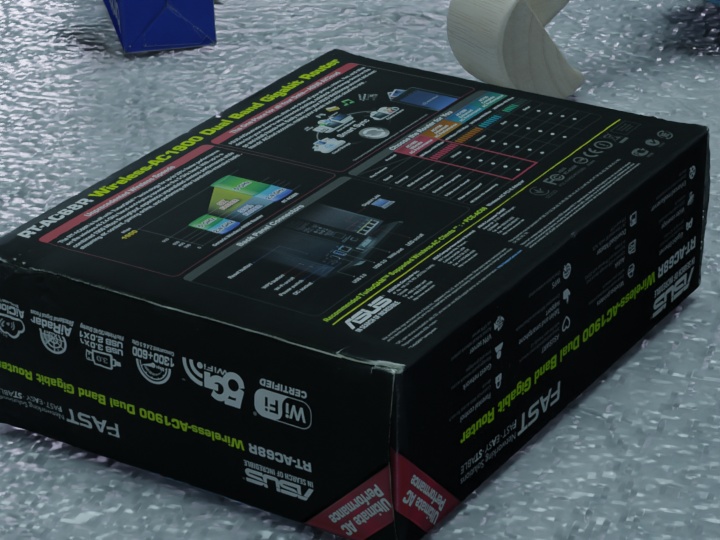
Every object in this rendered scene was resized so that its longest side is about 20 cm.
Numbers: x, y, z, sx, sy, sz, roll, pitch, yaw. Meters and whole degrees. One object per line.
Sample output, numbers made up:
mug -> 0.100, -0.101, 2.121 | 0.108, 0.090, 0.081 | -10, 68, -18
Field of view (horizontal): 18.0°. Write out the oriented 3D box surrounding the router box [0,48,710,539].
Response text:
router box -> 0.000, 0.000, 0.715 | 0.150, 0.062, 0.200 | 16, 31, 30

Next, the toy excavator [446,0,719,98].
toy excavator -> 0.141, -0.151, 0.960 | 0.200, 0.195, 0.100 | 15, 11, -40

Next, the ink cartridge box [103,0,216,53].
ink cartridge box -> -0.105, -0.178, 1.053 | 0.044, 0.094, 0.200 | -7, 27, -11
